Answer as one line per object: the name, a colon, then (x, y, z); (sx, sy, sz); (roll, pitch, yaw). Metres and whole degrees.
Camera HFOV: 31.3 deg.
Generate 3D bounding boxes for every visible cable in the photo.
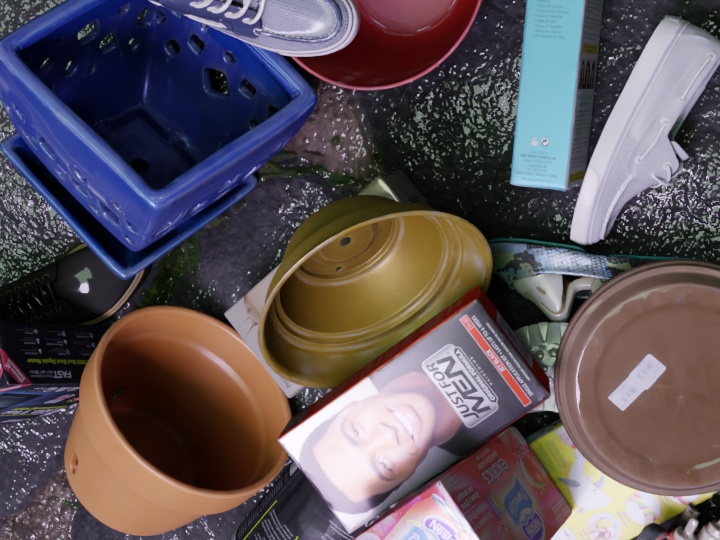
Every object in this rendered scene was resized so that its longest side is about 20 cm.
cable: (0.254, 0.277, 1.073); (0.050, 0.097, 0.200); (36, 120, 45)

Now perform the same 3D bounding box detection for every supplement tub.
supplement tub: (-0.042, 0.244, 1.174); (0.122, 0.122, 0.200); (42, 109, 10)

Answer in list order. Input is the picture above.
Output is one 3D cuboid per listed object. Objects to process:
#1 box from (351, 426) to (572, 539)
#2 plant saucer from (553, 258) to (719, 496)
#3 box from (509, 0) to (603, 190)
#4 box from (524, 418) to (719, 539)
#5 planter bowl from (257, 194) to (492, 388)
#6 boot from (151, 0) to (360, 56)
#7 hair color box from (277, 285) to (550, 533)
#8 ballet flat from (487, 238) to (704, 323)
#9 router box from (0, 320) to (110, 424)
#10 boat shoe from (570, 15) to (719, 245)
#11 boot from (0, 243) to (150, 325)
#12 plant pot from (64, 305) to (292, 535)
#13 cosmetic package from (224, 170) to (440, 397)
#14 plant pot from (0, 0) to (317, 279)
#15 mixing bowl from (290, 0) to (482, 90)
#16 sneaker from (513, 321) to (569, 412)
box: (0.085, 0.207, 1.033); (0.103, 0.200, 0.095); (-38, 81, 21)
plant saucer: (0.256, 0.091, 1.030); (0.200, 0.029, 0.200); (2, 103, 7)
box: (0.164, -0.170, 1.059); (0.049, 0.082, 0.200); (7, 100, 20)
box: (0.213, 0.173, 1.111); (0.200, 0.048, 0.117); (-34, 85, 24)
planter bowl: (0.000, 0.000, 1.044); (0.200, 0.200, 0.084); (-44, 48, 20)
boot: (-0.104, -0.217, 1.023); (0.200, 0.090, 0.073); (16, 104, 9)
hair color box: (0.044, 0.112, 1.040); (0.200, 0.061, 0.102); (-37, 94, 12)
ballet flat: (0.192, 0.015, 1.077); (0.200, 0.074, 0.074); (5, 100, 21)
router box: (-0.334, 0.100, 1.215); (0.150, 0.200, 0.062); (-19, 78, 22)
boat shoe: (0.237, -0.105, 1.055); (0.068, 0.072, 0.200); (27, 97, 15)
boot: (-0.312, 0.032, 1.233); (0.200, 0.138, 0.078); (-30, 85, 20)
plant pot: (-0.181, 0.152, 1.187); (0.200, 0.200, 0.140); (49, 128, 7)
cosmetic package: (-0.013, 0.012, 1.156); (0.200, 0.073, 0.104); (-42, 84, 19)
plant pot: (-0.188, -0.123, 1.124); (0.200, 0.200, 0.180); (45, 146, 8)
mixing bowl: (0.025, -0.253, 1.084); (0.200, 0.108, 0.201); (3, 99, 21)
sneaker: (0.139, 0.091, 1.110); (0.200, 0.080, 0.077); (-9, 79, 18)
